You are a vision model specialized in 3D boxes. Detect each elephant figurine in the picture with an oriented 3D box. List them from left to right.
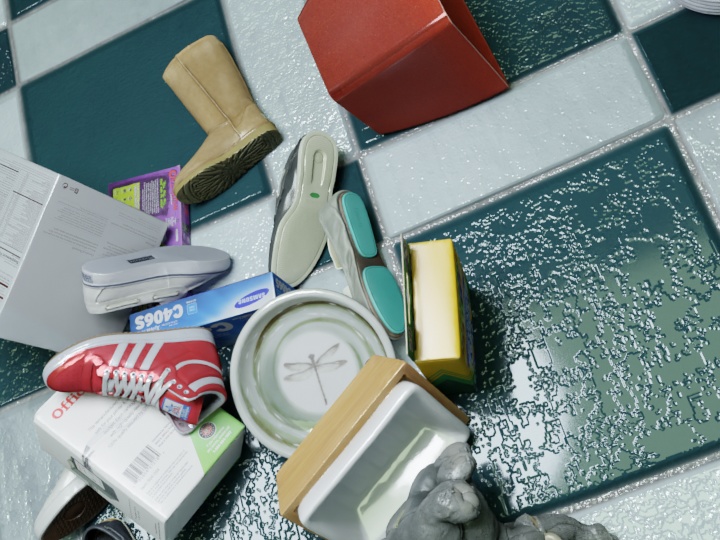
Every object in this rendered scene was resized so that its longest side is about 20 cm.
[{"bbox_3d":[0.135,0.286,0.887,0.200,0.142,0.155,42,127,-5],"label":"elephant figurine"}]

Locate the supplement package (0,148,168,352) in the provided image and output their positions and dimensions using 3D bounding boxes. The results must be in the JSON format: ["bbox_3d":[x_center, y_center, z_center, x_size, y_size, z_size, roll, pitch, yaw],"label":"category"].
[{"bbox_3d":[-0.389,-0.015,1.116,0.146,0.191,0.203,21,86,34],"label":"supplement package"}]

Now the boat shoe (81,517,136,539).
[{"bbox_3d":[-0.270,0.381,1.041,0.074,0.062,0.200,-41,65,1],"label":"boat shoe"}]

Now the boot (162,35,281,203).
[{"bbox_3d":[-0.222,-0.210,1.221,0.174,0.066,0.201,-33,65,-8],"label":"boot"}]

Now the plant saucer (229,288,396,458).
[{"bbox_3d":[-0.052,0.121,1.032,0.196,0.050,0.204,0,93,6],"label":"plant saucer"}]

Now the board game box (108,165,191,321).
[{"bbox_3d":[-0.291,-0.036,1.206,0.118,0.032,0.204,-12,69,20],"label":"board game box"}]

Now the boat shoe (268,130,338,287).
[{"bbox_3d":[-0.079,-0.076,1.132,0.067,0.071,0.204,1,77,58],"label":"boat shoe"}]

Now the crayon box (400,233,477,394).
[{"bbox_3d":[0.088,0.051,0.941,0.051,0.200,0.128,-6,70,13],"label":"crayon box"}]

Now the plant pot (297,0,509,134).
[{"bbox_3d":[0.040,-0.290,1.088,0.175,0.199,0.202,-31,64,20],"label":"plant pot"}]

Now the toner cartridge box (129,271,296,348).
[{"bbox_3d":[-0.178,0.061,1.095,0.197,0.095,0.044,-17,68,15],"label":"toner cartridge box"}]

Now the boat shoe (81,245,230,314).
[{"bbox_3d":[-0.256,0.016,1.113,0.070,0.198,0.071,26,119,43],"label":"boat shoe"}]

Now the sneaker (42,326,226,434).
[{"bbox_3d":[-0.245,0.130,0.981,0.197,0.072,0.113,-9,51,-25],"label":"sneaker"}]

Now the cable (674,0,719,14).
[{"bbox_3d":[0.441,-0.401,1.037,0.197,0.069,0.203,-18,67,15],"label":"cable"}]

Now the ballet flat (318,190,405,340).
[{"bbox_3d":[0.000,0.000,1.075,0.063,0.067,0.203,-34,67,38],"label":"ballet flat"}]

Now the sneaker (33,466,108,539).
[{"bbox_3d":[-0.347,0.246,1.114,0.084,0.073,0.201,31,74,28],"label":"sneaker"}]

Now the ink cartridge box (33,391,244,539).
[{"bbox_3d":[-0.257,0.195,1.032,0.198,0.085,0.146,33,55,13],"label":"ink cartridge box"}]

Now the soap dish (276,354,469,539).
[{"bbox_3d":[0.013,0.200,0.951,0.201,0.157,0.081,-50,45,-2],"label":"soap dish"}]
